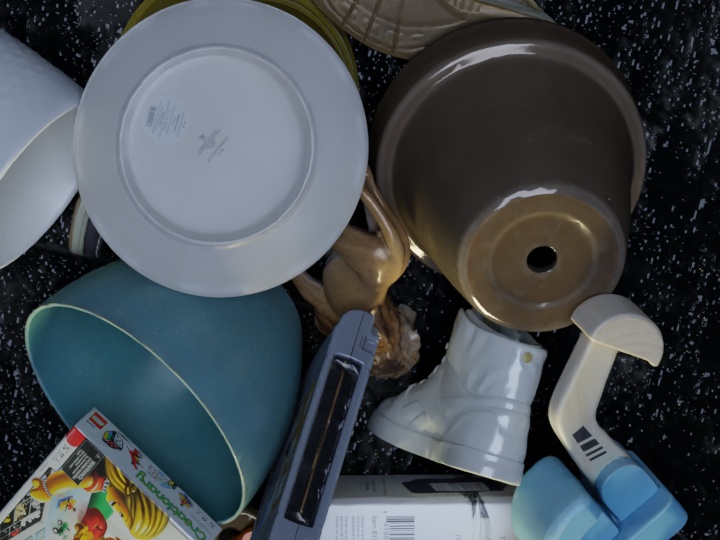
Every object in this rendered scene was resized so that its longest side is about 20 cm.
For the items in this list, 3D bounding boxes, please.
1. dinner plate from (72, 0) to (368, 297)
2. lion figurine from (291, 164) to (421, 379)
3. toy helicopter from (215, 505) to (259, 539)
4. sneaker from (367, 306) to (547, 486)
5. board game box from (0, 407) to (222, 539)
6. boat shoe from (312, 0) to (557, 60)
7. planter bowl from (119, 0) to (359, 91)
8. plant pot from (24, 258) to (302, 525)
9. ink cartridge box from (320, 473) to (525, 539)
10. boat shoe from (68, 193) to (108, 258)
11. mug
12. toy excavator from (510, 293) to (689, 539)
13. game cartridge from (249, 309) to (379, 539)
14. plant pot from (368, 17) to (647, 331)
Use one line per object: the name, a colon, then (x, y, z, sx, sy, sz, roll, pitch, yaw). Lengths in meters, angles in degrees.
dinner plate: (-0.094, -0.083, 1.441, 0.199, 0.024, 0.201, 0, 88, 4)
lion figurine: (0.000, 0.000, 1.526, 0.072, 0.200, 0.123, -37, 74, -17)
toy helicopter: (-0.107, 0.269, 1.599, 0.132, 0.079, 0.201, -1, 96, 5)
sneaker: (0.073, 0.081, 1.532, 0.073, 0.200, 0.116, 16, 87, -24)
board game box: (-0.204, 0.206, 1.561, 0.126, 0.035, 0.200, 43, 121, 1)
boat shoe: (0.052, -0.188, 1.553, 0.199, 0.069, 0.074, 23, 112, -10)
planter bowl: (-0.070, -0.116, 1.509, 0.200, 0.083, 0.201, -4, 98, -28)
plant pot: (-0.118, 0.060, 1.533, 0.200, 0.200, 0.135, 48, 60, -6)
ink cartridge box: (0.065, 0.228, 1.594, 0.199, 0.084, 0.145, 0, 98, -1)
boat shoe: (-0.145, -0.093, 1.557, 0.065, 0.072, 0.201, 27, 90, 0)
mug: (-0.300, -0.089, 1.525, 0.175, 0.148, 0.200, 36, 125, 12)
toy excavator: (0.157, 0.140, 1.459, 0.194, 0.100, 0.200, -42, 121, 2)
game cartridge: (-0.039, 0.138, 1.499, 0.041, 0.133, 0.201, 22, 62, -9)
plant pot: (0.110, -0.047, 1.489, 0.199, 0.175, 0.201, -2, 121, -4)
